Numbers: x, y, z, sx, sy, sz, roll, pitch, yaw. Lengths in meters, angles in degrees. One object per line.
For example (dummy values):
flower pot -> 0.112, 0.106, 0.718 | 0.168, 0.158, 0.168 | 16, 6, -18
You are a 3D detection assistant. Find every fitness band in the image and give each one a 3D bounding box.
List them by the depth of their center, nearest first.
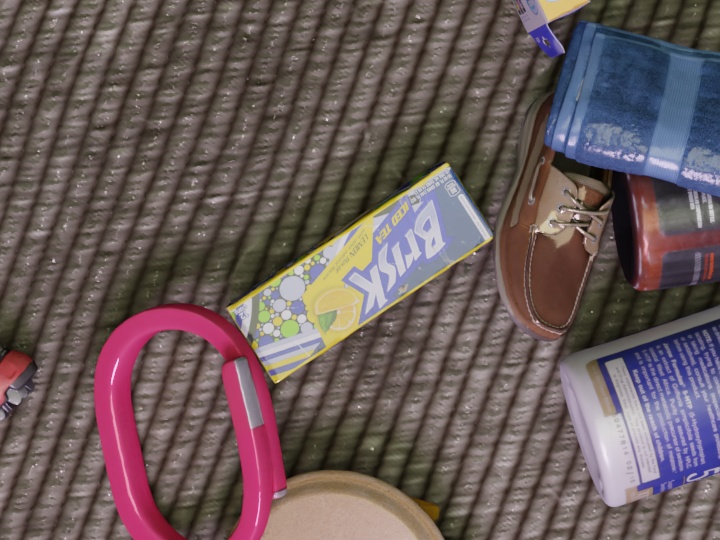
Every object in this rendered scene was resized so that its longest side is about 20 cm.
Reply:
fitness band -> -0.129, 0.125, 1.632 | 0.143, 0.037, 0.202 | -10, 92, 31

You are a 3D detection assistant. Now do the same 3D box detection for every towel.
towel -> 0.238, -0.111, 1.574 | 0.198, 0.049, 0.112 | 15, 61, 6

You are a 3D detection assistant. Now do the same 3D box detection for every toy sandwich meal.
toy sandwich meal -> -0.008, 0.240, 1.660 | 0.203, 0.070, 0.207 | 1, 97, 9

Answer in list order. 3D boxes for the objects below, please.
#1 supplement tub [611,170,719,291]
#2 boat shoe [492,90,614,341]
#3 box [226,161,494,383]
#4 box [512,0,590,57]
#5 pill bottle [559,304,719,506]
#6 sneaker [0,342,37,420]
supplement tub -> 0.292, -0.048, 1.631 | 0.198, 0.107, 0.108 | -7, 93, -2
boat shoe -> 0.148, -0.048, 1.608 | 0.075, 0.072, 0.202 | 16, 69, -26
box -> 0.000, 0.000, 1.645 | 0.199, 0.064, 0.070 | -34, 94, 1
box -> 0.113, -0.255, 1.609 | 0.041, 0.119, 0.201 | -28, 94, -1
pill bottle -> 0.259, 0.091, 1.631 | 0.199, 0.120, 0.121 | -18, 93, 0
sneaker -> -0.339, 0.115, 1.637 | 0.098, 0.071, 0.200 | 45, 89, -4
